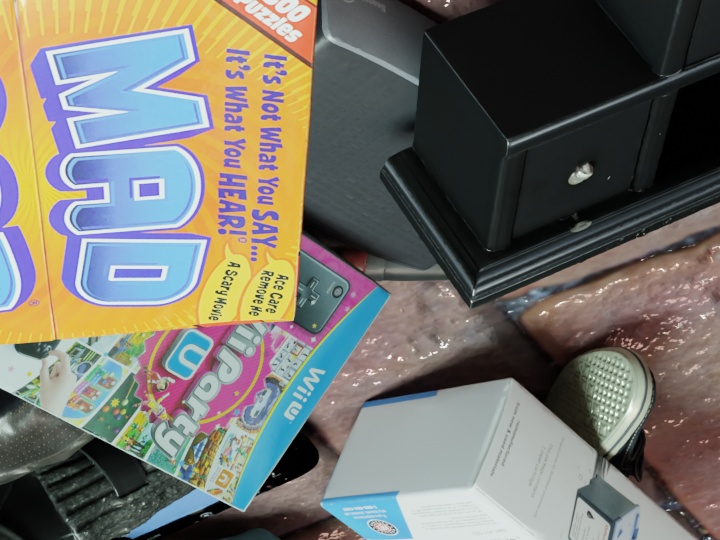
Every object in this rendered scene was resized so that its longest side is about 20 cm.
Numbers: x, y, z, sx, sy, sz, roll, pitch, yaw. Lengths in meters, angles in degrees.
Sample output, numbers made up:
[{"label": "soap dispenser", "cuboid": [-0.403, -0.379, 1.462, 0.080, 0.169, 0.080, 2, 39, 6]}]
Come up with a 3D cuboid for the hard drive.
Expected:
[{"label": "hard drive", "cuboid": [0.009, -0.069, 0.935, 0.135, 0.042, 0.200, -34, 138, 29]}]

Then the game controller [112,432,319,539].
[{"label": "game controller", "cuboid": [-0.127, 0.146, 1.198, 0.200, 0.042, 0.104, -25, 142, 21]}]

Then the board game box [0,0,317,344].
[{"label": "board game box", "cuboid": [-0.131, -0.109, 0.708, 0.199, 0.200, 0.200, -4, 144, -8]}]

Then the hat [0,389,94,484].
[{"label": "hat", "cuboid": [-0.231, 0.031, 0.983, 0.200, 0.081, 0.201, -7, 131, -8]}]

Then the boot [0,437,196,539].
[{"label": "boot", "cuboid": [-0.203, 0.114, 1.094, 0.158, 0.211, 0.080, -42, 142, -30]}]

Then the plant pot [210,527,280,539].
[{"label": "plant pot", "cuboid": [-0.122, 0.275, 1.246, 0.188, 0.200, 0.200, -24, 150, -24]}]

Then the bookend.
[{"label": "bookend", "cuboid": [0.121, -0.107, 0.818, 0.198, 0.092, 0.200, -22, 148, -19]}]

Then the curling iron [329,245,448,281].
[{"label": "curling iron", "cuboid": [0.000, 0.000, 1.042, 0.200, 0.026, 0.050, -5, 145, -6]}]

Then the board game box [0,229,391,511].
[{"label": "board game box", "cuboid": [-0.101, 0.017, 0.934, 0.200, 0.064, 0.148, 34, 90, -40]}]

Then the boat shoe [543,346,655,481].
[{"label": "boat shoe", "cuboid": [0.159, 0.108, 1.194, 0.062, 0.075, 0.200, -2, 150, -14]}]

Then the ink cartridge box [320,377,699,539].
[{"label": "ink cartridge box", "cuboid": [0.098, 0.164, 1.160, 0.200, 0.086, 0.146, 39, 148, -28]}]
